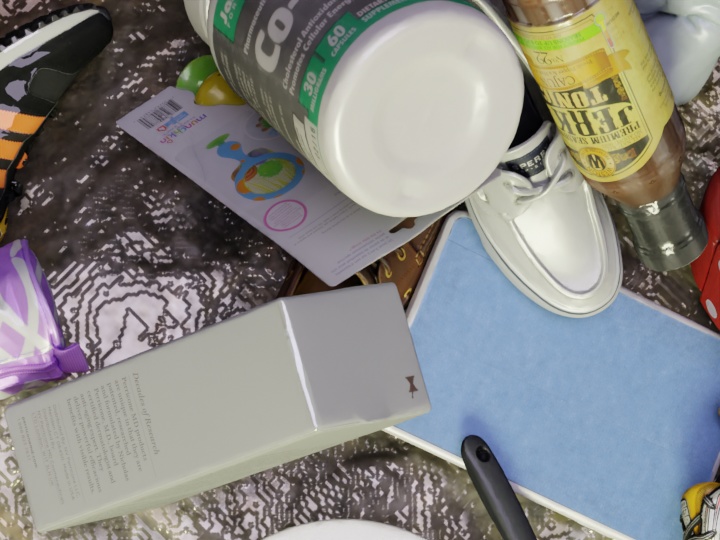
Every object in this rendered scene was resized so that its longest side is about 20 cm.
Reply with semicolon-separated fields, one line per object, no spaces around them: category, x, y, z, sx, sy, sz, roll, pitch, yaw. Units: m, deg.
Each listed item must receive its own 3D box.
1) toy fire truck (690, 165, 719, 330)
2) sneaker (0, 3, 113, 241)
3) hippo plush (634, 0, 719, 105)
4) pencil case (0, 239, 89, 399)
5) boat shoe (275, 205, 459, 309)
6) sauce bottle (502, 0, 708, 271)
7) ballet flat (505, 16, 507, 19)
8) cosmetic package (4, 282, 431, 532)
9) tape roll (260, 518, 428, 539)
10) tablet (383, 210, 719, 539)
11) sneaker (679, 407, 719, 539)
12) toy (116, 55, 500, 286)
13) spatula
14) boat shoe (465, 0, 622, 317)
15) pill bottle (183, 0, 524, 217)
toy fire truck;0.254;-0.065;1.494;0.175;0.129;0.201;-24;66;-13
sneaker;-0.206;-0.064;1.467;0.200;0.070;0.090;-36;102;-10
hippo plush;0.135;-0.172;1.443;0.160;0.200;0.160;14;117;-27
pencil case;-0.249;0.053;1.419;0.199;0.084;0.086;-24;41;-3
boat shoe;-0.001;0.000;1.471;0.072;0.068;0.201;32;79;0
sauce bottle;0.133;-0.085;1.400;0.065;0.065;0.201;-36;124;-10
ballet flat;0.034;-0.142;1.497;0.199;0.074;0.075;29;79;-1
cosmetic package;-0.075;0.071;1.381;0.199;0.101;0.072;-21;82;35
tape roll;-0.008;0.235;1.449;0.201;0.037;0.205;1;81;-6
tablet;0.113;0.065;1.486;0.199;0.014;0.131;25;79;-11
sneaker;0.203;0.158;1.465;0.082;0.078;0.201;22;70;-7
toy;-0.028;-0.054;1.442;0.115;0.047;0.200;-34;49;-21
spatula;0.100;0.181;1.458;0.056;0.020;0.201;-26;96;-43
boat shoe;0.082;-0.061;1.440;0.073;0.065;0.201;-32;98;-3
pill bottle;-0.010;-0.117;1.378;0.112;0.200;0.114;-14;121;-24
